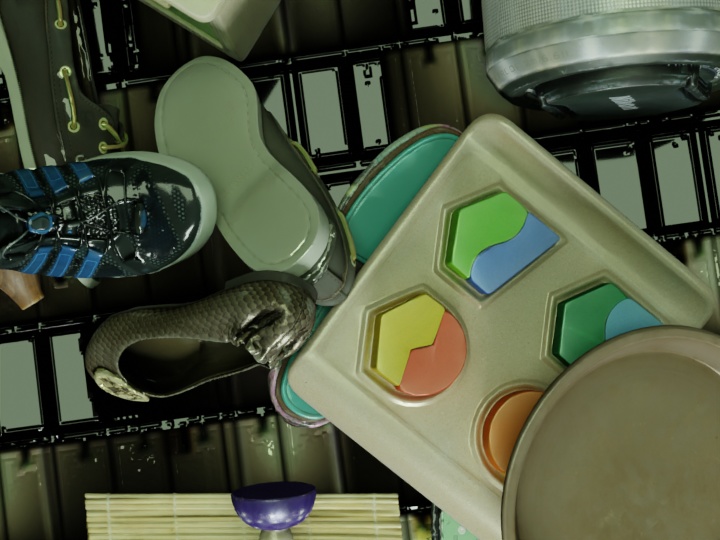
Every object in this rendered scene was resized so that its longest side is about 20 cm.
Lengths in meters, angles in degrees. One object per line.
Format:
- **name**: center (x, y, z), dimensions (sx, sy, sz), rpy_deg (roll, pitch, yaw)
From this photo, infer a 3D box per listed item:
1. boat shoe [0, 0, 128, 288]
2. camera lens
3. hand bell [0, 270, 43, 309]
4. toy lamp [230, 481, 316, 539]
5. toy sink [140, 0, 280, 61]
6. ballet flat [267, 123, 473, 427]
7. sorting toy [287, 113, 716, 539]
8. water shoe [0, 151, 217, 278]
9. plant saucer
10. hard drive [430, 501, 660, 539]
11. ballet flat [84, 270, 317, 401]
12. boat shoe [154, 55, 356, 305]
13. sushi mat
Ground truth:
- **boat shoe**: center (-0.177, -0.092, 1.088), dimensions (0.060, 0.072, 0.203), rpy_deg (-20, 82, 5)
- **camera lens**: center (0.146, -0.196, 1.042), dimensions (0.158, 0.160, 0.203), rpy_deg (-4, 85, 2)
- **hand bell**: center (-0.251, -0.067, 1.095), dimensions (0.104, 0.104, 0.201), rpy_deg (-31, 97, -1)
- **toy lamp**: center (-0.043, 0.228, 1.052), dimensions (0.057, 0.058, 0.203), rpy_deg (-2, 95, 2)
- **toy sink**: center (-0.107, -0.213, 1.033), dimensions (0.130, 0.200, 0.113), rpy_deg (31, 86, 4)
- **ballet flat**: center (0.000, 0.000, 1.073), dimensions (0.069, 0.071, 0.201), rpy_deg (28, 90, -13)
- **sorting toy**: center (0.084, 0.041, 1.031), dimensions (0.185, 0.036, 0.201), rpy_deg (38, 87, -7)
- **water shoe**: center (-0.180, -0.023, 1.009), dimensions (0.198, 0.079, 0.072), rpy_deg (-4, 103, 15)
- **plant saucer**: center (0.166, 0.130, 1.026), dimensions (0.198, 0.029, 0.203), rpy_deg (-3, 98, -21)
- **hard drive**: center (0.111, 0.086, 1.079), dimensions (0.138, 0.038, 0.203), rpy_deg (-1, 84, 2)
- **ballet flat**: center (-0.097, 0.048, 1.027), dimensions (0.067, 0.199, 0.047), rpy_deg (29, 57, -35)
- **boat shoe**: center (-0.064, -0.053, 1.056), dimensions (0.072, 0.060, 0.202), rpy_deg (-40, 47, 7)
- **sushi mat**: center (-0.071, 0.184, 1.088), dimensions (0.197, 0.012, 0.097), rpy_deg (0, 85, 3)
